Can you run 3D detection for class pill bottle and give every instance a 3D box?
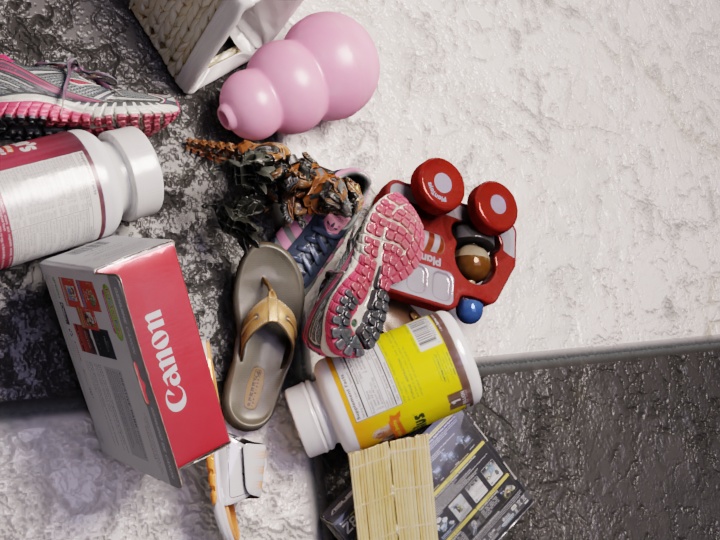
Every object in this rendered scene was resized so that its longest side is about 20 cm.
[{"bbox_3d":[-0.298,-0.072,0.922,0.199,0.109,0.111,-22,89,-34],"label":"pill bottle"},{"bbox_3d":[0.023,0.128,1.039,0.198,0.109,0.110,-22,89,-4],"label":"pill bottle"}]

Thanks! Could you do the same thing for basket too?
[{"bbox_3d":[-0.145,-0.304,1.028,0.135,0.200,0.124,-38,94,-33],"label":"basket"}]

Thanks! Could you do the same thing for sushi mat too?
[{"bbox_3d":[0.039,0.278,1.024,0.095,0.012,0.202,-8,97,-21],"label":"sushi mat"}]

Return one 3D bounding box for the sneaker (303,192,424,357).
[{"bbox_3d":[0.000,0.000,1.024,0.081,0.074,0.201,44,60,-26],"label":"sneaker"}]

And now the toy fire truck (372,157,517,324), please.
[{"bbox_3d":[0.100,-0.025,1.153,0.199,0.112,0.170,19,65,-26],"label":"toy fire truck"}]

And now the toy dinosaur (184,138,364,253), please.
[{"bbox_3d":[-0.100,-0.094,1.043,0.136,0.198,0.103,-48,136,-52],"label":"toy dinosaur"}]

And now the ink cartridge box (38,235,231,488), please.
[{"bbox_3d":[-0.196,0.078,0.879,0.083,0.175,0.202,-24,108,-34],"label":"ink cartridge box"}]

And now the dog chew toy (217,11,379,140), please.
[{"bbox_3d":[-0.075,-0.214,1.099,0.199,0.124,0.125,-31,95,-25],"label":"dog chew toy"}]

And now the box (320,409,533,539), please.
[{"bbox_3d":[0.078,0.268,1.080,0.200,0.049,0.162,-42,105,-18],"label":"box"}]

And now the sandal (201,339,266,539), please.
[{"bbox_3d":[-0.126,0.170,0.969,0.059,0.079,0.209,-8,87,-5],"label":"sandal"}]

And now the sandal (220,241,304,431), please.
[{"bbox_3d":[-0.103,0.071,1.020,0.081,0.055,0.202,15,83,-17],"label":"sandal"}]

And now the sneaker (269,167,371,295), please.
[{"bbox_3d":[-0.053,-0.038,1.083,0.070,0.082,0.201,35,65,-19],"label":"sneaker"}]

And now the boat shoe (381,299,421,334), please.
[{"bbox_3d":[0.060,0.081,1.133,0.072,0.067,0.201,-41,100,-33],"label":"boat shoe"}]

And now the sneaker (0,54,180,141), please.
[{"bbox_3d":[-0.279,-0.176,0.979,0.198,0.080,0.075,0,75,-32],"label":"sneaker"}]
